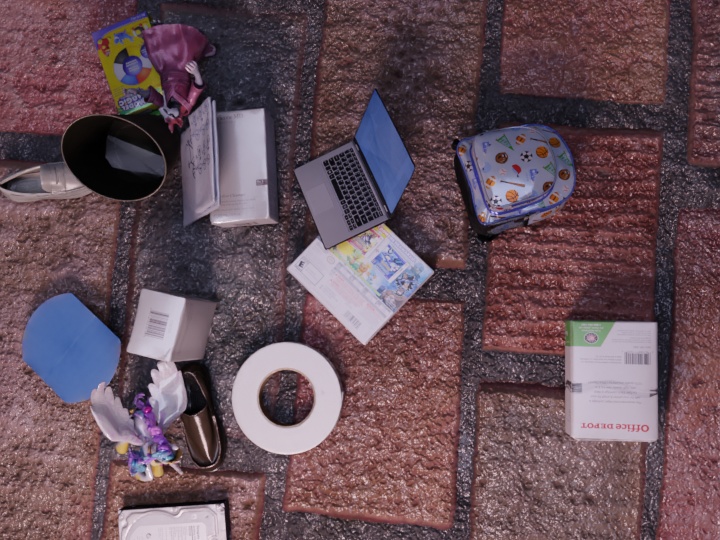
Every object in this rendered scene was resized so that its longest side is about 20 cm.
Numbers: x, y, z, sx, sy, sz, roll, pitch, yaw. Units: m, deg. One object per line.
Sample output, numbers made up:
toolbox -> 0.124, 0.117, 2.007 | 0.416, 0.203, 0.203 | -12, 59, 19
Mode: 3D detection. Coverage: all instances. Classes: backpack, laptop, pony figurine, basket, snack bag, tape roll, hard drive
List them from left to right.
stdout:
basket -> -0.396, -0.209, 1.418 | 0.180, 0.200, 0.136 | 22, 106, -1
pony figurine -> -0.371, 0.273, 1.399 | 0.166, 0.200, 0.194 | -22, 83, -33
hard drive -> -0.334, 0.492, 1.460 | 0.199, 0.038, 0.140 | -4, 86, 4
snack bag -> -0.290, -0.186, 1.434 | 0.021, 0.200, 0.189 | -1, 83, -28
tape roll -> -0.130, 0.228, 1.459 | 0.202, 0.037, 0.204 | 0, 86, 5
laptop -> -0.017, -0.174, 1.406 | 0.200, 0.116, 0.188 | -25, 61, 4
backpack -> 0.271, -0.167, 1.399 | 0.190, 0.154, 0.201 | -14, 82, -6

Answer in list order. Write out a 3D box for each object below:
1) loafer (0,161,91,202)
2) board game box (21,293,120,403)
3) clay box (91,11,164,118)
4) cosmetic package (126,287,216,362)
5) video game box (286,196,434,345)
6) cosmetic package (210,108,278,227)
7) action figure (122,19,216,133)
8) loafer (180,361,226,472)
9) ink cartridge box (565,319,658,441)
loafer -> -0.572, -0.166, 1.508 | 0.199, 0.070, 0.070 | -13, 85, 4
board game box -> -0.529, 0.145, 1.502 | 0.200, 0.039, 0.158 | 40, 95, 11
clay box -> -0.414, -0.368, 1.519 | 0.115, 0.048, 0.201 | -21, 84, 3
cosmetic package -> -0.321, 0.095, 1.404 | 0.081, 0.200, 0.113 | 13, 85, 5
video game box -> 0.000, 0.000, 1.458 | 0.200, 0.047, 0.182 | 44, 92, 7
cosmetic package -> -0.213, -0.184, 1.464 | 0.112, 0.081, 0.201 | -6, 87, 6
action figure -> -0.337, -0.341, 1.454 | 0.133, 0.149, 0.201 | -3, 82, 7
loafer -> -0.296, 0.266, 1.453 | 0.073, 0.071, 0.201 | -16, 85, 4
ink cartridge box -> 0.427, 0.186, 1.387 | 0.146, 0.084, 0.201 | 1, 87, 6
